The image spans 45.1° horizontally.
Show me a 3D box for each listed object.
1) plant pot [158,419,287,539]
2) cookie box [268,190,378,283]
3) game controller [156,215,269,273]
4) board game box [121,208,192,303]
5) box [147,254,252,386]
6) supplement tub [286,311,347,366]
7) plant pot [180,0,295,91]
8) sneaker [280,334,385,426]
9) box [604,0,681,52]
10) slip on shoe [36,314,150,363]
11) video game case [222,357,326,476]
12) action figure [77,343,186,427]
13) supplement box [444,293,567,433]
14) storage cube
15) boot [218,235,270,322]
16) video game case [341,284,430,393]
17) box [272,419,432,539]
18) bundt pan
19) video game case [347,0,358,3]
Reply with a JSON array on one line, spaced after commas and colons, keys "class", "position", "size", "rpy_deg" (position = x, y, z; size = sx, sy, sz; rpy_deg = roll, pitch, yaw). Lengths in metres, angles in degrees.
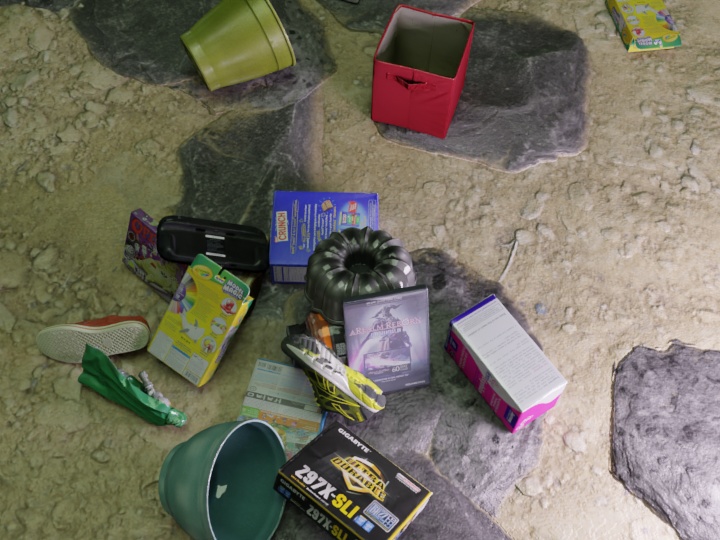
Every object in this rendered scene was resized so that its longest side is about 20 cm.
[{"class": "plant pot", "position": [-0.220, 0.324, 1.322], "size": [0.134, 0.201, 0.201], "rpy_deg": [-1, 53, 30]}, {"class": "cookie box", "position": [-0.067, -0.062, 1.628], "size": [0.199, 0.075, 0.172], "rpy_deg": [2, 58, -2]}, {"class": "game controller", "position": [-0.258, -0.046, 1.529], "size": [0.199, 0.042, 0.105], "rpy_deg": [7, 53, -19]}, {"class": "board game box", "position": [-0.348, -0.008, 1.559], "size": [0.200, 0.120, 0.032], "rpy_deg": [37, 34, 21]}, {"class": "box", "position": [-0.267, 0.080, 1.464], "size": [0.117, 0.200, 0.048], "rpy_deg": [34, 19, 10]}, {"class": "supplement tub", "position": [-0.025, 0.112, 1.499], "size": [0.199, 0.107, 0.107], "rpy_deg": [-9, 58, -8]}, {"class": "plant pot", "position": [-0.270, -0.482, 1.839], "size": [0.192, 0.201, 0.201], "rpy_deg": [-30, 62, -6]}, {"class": "sneaker", "position": [-0.057, 0.186, 1.418], "size": [0.200, 0.085, 0.075], "rpy_deg": [38, 19, -5]}, {"class": "box", "position": [0.653, -0.574, 2.000], "size": [0.117, 0.048, 0.201], "rpy_deg": [-6, 55, -6]}, {"class": "slip on shoe", "position": [-0.464, 0.115, 1.515], "size": [0.199, 0.074, 0.061], "rpy_deg": [-8, 23, 0]}, {"class": "video game case", "position": [-0.134, 0.252, 1.458], "size": [0.142, 0.018, 0.201], "rpy_deg": [12, 58, 5]}, {"class": "action figure", "position": [-0.375, 0.203, 1.444], "size": [0.200, 0.118, 0.055], "rpy_deg": [32, 49, 8]}, {"class": "supplement box", "position": [0.244, 0.159, 1.481], "size": [0.103, 0.101, 0.200], "rpy_deg": [-29, 62, -19]}, {"class": "storage cube", "position": [0.125, -0.410, 1.797], "size": [0.170, 0.180, 0.201], "rpy_deg": [16, 59, 8]}, {"class": "boot", "position": [-0.258, 0.004, 1.581], "size": [0.154, 0.072, 0.201], "rpy_deg": [12, 51, 4]}, {"class": "video game case", "position": [0.045, 0.121, 1.448], "size": [0.142, 0.201, 0.019], "rpy_deg": [-10, 33, -8]}, {"class": "box", "position": [-0.012, 0.342, 1.352], "size": [0.200, 0.049, 0.160], "rpy_deg": [35, 39, 19]}, {"class": "bundt pan", "position": [0.000, 0.000, 1.481], "size": [0.201, 0.076, 0.202], "rpy_deg": [0, 47, 0]}, {"class": "video game case", "position": [-0.057, -0.735, 2.094], "size": [0.181, 0.023, 0.201], "rpy_deg": [18, 58, 10]}]
